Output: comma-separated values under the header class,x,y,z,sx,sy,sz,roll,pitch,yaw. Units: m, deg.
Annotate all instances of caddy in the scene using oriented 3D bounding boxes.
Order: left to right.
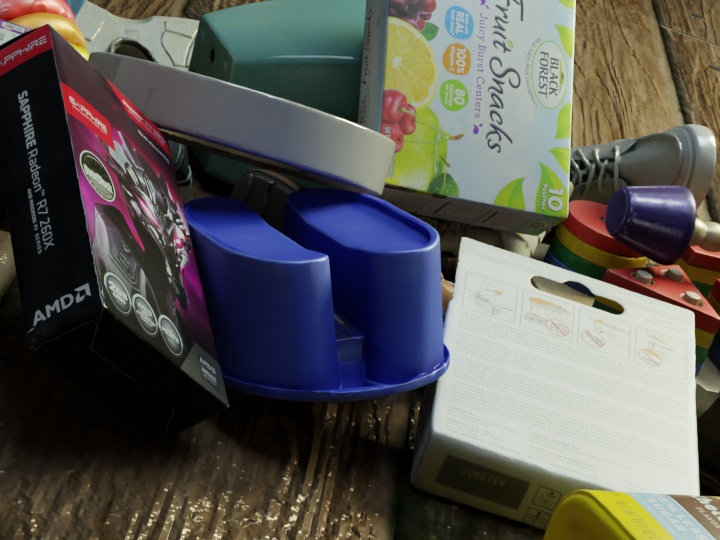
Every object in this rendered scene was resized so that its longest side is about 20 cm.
class,x,y,z,sx,sy,sz,roll,pitch,yaw
caddy,-0.031,0.022,1.155,0.141,0.105,0.200,-5,17,-22

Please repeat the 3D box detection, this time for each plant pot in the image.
class,x,y,z,sx,sy,sz,roll,pitch,yaw
plant pot,-0.023,-0.120,1.467,0.200,0.142,0.141,5,26,-24

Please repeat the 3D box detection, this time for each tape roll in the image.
class,x,y,z,sx,sy,sz,roll,pitch,yaw
tape roll,-0.078,-0.090,1.247,0.202,0.037,0.203,17,0,0

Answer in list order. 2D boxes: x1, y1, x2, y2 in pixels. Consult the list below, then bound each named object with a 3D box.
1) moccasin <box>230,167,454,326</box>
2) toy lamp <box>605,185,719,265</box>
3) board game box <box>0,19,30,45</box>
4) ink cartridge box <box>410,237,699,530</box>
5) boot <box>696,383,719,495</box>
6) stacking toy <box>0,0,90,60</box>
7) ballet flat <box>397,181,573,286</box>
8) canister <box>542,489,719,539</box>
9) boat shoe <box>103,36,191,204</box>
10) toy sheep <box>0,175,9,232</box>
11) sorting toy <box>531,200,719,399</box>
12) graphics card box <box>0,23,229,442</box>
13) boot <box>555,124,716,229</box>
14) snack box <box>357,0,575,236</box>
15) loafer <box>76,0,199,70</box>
class,x,y,z,sx,sy,sz,roll,pitch,yaw
moccasin,0.001,-0.002,1.284,0.201,0.074,0.078,29,19,22
toy lamp,0.265,-0.019,1.401,0.200,0.058,0.058,14,22,-21
board game box,-0.316,-0.120,1.236,0.200,0.105,0.103,17,21,-11
ink cartridge box,0.119,0.075,1.191,0.162,0.057,0.200,18,31,-4
boot,0.244,0.096,1.239,0.075,0.097,0.200,11,24,-24
stacking toy,-0.205,-0.104,1.338,0.110,0.116,0.200,3,41,-49
ballet flat,0.069,-0.020,1.402,0.200,0.068,0.075,-6,65,-28
canister,0.207,0.175,1.033,0.200,0.087,0.149,6,25,-29
boat shoe,-0.157,-0.107,1.404,0.071,0.064,0.200,11,24,-24
toy sheep,-0.259,-0.041,1.060,0.200,0.138,0.138,10,24,-26
sorting toy,0.223,0.023,1.433,0.198,0.070,0.200,13,23,-20
graphics card box,-0.137,-0.021,1.069,0.125,0.051,0.200,46,23,-50
boot,0.185,-0.065,1.524,0.095,0.074,0.200,7,-17,-18
snack box,0.074,-0.134,1.378,0.142,0.200,0.053,10,-19,-20
loafer,-0.199,-0.163,1.528,0.200,0.063,0.072,7,58,-25
